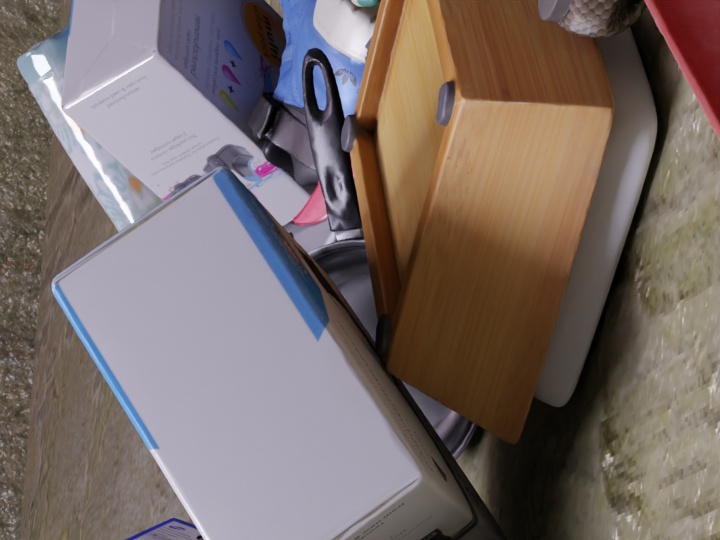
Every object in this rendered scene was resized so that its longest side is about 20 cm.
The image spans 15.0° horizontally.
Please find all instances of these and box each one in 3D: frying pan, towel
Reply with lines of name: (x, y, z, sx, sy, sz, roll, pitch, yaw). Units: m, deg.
frying pan: (-0.013, 0.009, 1.230, 0.191, 0.115, 0.031, 61, -156, 5)
towel: (-0.094, -0.075, 1.486, 0.048, 0.172, 0.200, -30, 8, 27)

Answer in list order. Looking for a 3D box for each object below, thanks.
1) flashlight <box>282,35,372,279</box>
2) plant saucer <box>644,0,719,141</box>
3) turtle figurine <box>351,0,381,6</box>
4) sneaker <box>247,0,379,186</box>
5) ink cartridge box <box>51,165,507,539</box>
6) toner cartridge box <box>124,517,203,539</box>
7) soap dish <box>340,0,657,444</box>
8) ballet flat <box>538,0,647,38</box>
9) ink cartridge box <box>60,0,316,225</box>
flashlight: (-0.010, -0.039, 1.263, 0.201, 0.067, 0.068, -58, 24, 23)
plant saucer: (0.137, -0.156, 0.852, 0.200, 0.036, 0.201, -105, 24, -59)
turtle figurine: (0.006, -0.191, 1.173, 0.200, 0.100, 0.151, 7, -77, -76)
sneaker: (-0.021, -0.108, 1.369, 0.200, 0.076, 0.112, -119, 46, -59)
ink cartridge box: (-0.026, 0.060, 1.078, 0.145, 0.084, 0.200, 55, -178, 17)
toner cartridge box: (-0.066, 0.231, 1.366, 0.095, 0.043, 0.201, 15, 119, 46)
soap dish: (0.050, -0.056, 1.098, 0.201, 0.081, 0.158, -99, 19, -53)
ballet flat: (0.106, -0.184, 1.007, 0.067, 0.046, 0.201, 178, 103, -82)
ink cartridge box: (-0.062, -0.077, 1.420, 0.068, 0.200, 0.116, -27, 40, 26)
